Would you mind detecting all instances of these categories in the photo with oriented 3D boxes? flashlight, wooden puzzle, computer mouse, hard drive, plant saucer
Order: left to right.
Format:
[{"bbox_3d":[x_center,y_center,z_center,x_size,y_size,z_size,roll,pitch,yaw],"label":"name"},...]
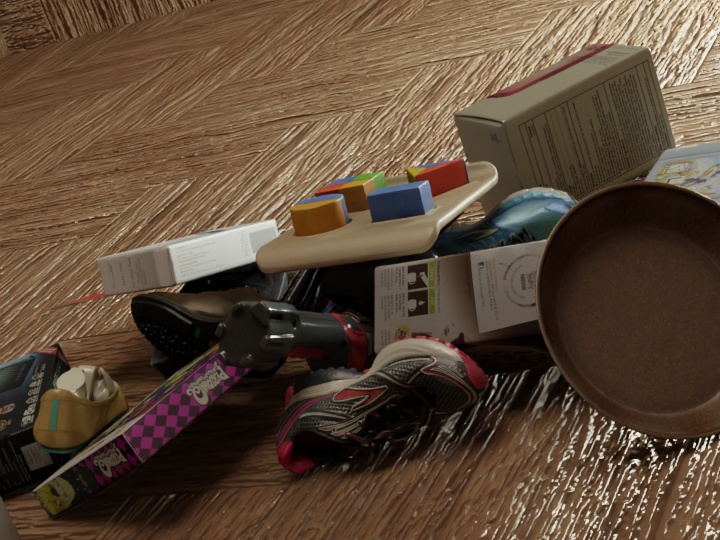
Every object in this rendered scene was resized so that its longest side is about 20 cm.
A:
[{"bbox_3d":[-0.140,0.051,1.521,0.134,0.043,0.200,-16,22,11],"label":"hard drive"},{"bbox_3d":[-0.053,0.064,1.247,0.067,0.068,0.200,-5,-6,29],"label":"flashlight"},{"bbox_3d":[0.000,0.000,1.379,0.199,0.053,0.139,11,62,52],"label":"computer mouse"},{"bbox_3d":[0.016,-0.062,1.364,0.184,0.047,0.200,-8,19,26],"label":"wooden puzzle"},{"bbox_3d":[0.221,0.032,1.084,0.199,0.201,0.037,-27,-14,-19],"label":"plant saucer"}]

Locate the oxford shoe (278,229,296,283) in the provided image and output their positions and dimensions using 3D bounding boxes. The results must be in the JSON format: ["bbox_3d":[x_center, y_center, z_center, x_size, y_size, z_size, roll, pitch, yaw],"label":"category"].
[{"bbox_3d":[-0.108,-0.020,1.651,0.199,0.058,0.075,-3,24,34],"label":"oxford shoe"}]

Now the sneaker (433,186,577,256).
[{"bbox_3d":[0.130,-0.011,1.409,0.199,0.079,0.090,-21,28,24],"label":"sneaker"}]

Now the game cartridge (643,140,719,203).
[{"bbox_3d":[0.337,-0.077,1.413,0.132,0.042,0.200,-12,22,33],"label":"game cartridge"}]

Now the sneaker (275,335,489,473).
[{"bbox_3d":[0.018,0.116,1.174,0.199,0.081,0.075,-23,32,34],"label":"sneaker"}]

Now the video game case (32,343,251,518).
[{"bbox_3d":[-0.177,0.128,1.285,0.181,0.036,0.200,-33,6,47],"label":"video game case"}]

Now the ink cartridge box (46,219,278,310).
[{"bbox_3d":[-0.208,-0.007,1.532,0.175,0.045,0.200,-10,4,31],"label":"ink cartridge box"}]

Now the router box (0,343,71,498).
[{"bbox_3d":[-0.363,0.158,1.430,0.149,0.063,0.200,-21,21,1],"label":"router box"}]

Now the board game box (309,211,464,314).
[{"bbox_3d":[0.011,-0.012,1.456,0.200,0.019,0.103,-43,25,3],"label":"board game box"}]

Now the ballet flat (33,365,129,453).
[{"bbox_3d":[-0.258,0.120,1.367,0.068,0.064,0.200,1,6,0],"label":"ballet flat"}]

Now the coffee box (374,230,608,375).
[{"bbox_3d":[0.123,0.034,1.197,0.198,0.081,0.113,-10,-20,27],"label":"coffee box"}]

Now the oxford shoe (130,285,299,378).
[{"bbox_3d":[-0.136,0.051,1.404,0.199,0.073,0.084,12,37,31],"label":"oxford shoe"}]

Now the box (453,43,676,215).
[{"bbox_3d":[0.221,-0.147,1.560,0.199,0.129,0.109,-27,21,-19],"label":"box"}]

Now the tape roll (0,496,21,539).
[{"bbox_3d":[-0.363,0.238,1.124,0.201,0.140,0.203,-18,21,7],"label":"tape roll"}]
